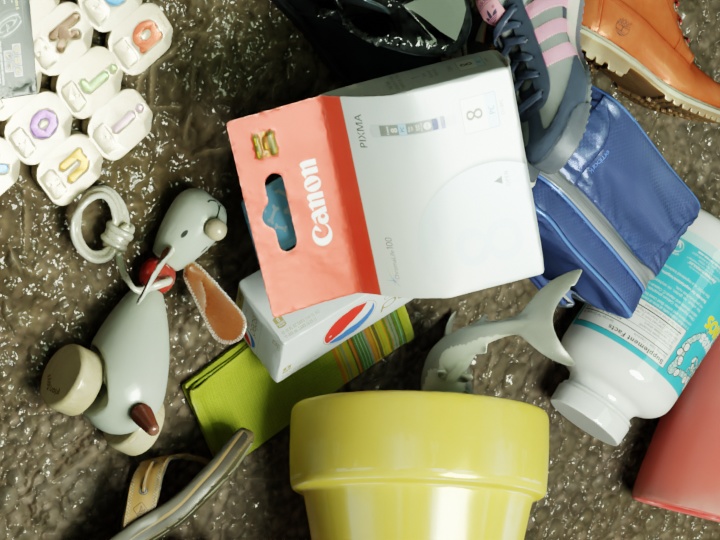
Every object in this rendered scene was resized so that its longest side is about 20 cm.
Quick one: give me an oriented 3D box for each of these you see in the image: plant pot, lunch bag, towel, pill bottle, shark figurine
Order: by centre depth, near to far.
[{"bbox_3d":[0.042,0.199,1.586,0.199,0.200,0.191,12,74,-36],"label":"plant pot"},{"bbox_3d":[-0.044,0.070,1.636,0.199,0.018,0.087,-35,119,-22],"label":"towel"},{"bbox_3d":[0.167,-0.051,1.677,0.133,0.135,0.200,-53,127,-11],"label":"lunch bag"},{"bbox_3d":[0.087,0.062,1.677,0.127,0.215,0.090,18,51,-9],"label":"shark figurine"},{"bbox_3d":[0.243,0.047,1.774,0.111,0.110,0.201,41,79,-35],"label":"pill bottle"},{"bbox_3d":[0.352,0.138,1.840,0.199,0.200,0.179,18,82,-37],"label":"plant pot"}]

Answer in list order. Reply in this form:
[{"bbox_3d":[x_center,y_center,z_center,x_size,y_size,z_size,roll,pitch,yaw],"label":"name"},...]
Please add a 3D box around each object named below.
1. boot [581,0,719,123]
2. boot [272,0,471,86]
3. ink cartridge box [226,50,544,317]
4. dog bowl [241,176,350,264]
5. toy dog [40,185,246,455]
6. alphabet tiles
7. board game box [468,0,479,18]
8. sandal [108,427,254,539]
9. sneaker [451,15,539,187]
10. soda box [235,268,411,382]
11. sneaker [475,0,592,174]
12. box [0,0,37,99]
[{"bbox_3d":[0.248,-0.192,1.737,0.199,0.075,0.108,28,82,-36],"label":"boot"},{"bbox_3d":[0.026,-0.175,1.523,0.200,0.168,0.077,40,81,-36],"label":"boot"},{"bbox_3d":[0.020,-0.052,1.468,0.198,0.047,0.161,-15,116,-6],"label":"ink cartridge box"},{"bbox_3d":[-0.003,-0.073,1.568,0.199,0.111,0.050,-30,92,-21],"label":"dog bowl"},{"bbox_3d":[-0.146,0.043,1.504,0.131,0.096,0.202,4,101,-42],"label":"toy dog"},{"bbox_3d":[-0.229,-0.146,1.448,0.196,0.015,0.201,-44,123,-15],"label":"alphabet tiles"},{"bbox_3d":[0.081,-0.308,1.611,0.135,0.028,0.201,-39,121,-20],"label":"board game box"},{"bbox_3d":[-0.162,0.176,1.561,0.199,0.082,0.055,-37,85,-9],"label":"sandal"},{"bbox_3d":[0.116,-0.141,1.574,0.079,0.201,0.078,-37,123,24],"label":"sneaker"},{"bbox_3d":[0.000,0.000,1.598,0.199,0.064,0.068,-32,160,-22],"label":"soda box"},{"bbox_3d":[0.116,-0.162,1.501,0.081,0.070,0.202,20,51,-28],"label":"sneaker"},{"bbox_3d":[-0.297,-0.205,1.351,0.159,0.043,0.202,-11,106,-27],"label":"box"}]
